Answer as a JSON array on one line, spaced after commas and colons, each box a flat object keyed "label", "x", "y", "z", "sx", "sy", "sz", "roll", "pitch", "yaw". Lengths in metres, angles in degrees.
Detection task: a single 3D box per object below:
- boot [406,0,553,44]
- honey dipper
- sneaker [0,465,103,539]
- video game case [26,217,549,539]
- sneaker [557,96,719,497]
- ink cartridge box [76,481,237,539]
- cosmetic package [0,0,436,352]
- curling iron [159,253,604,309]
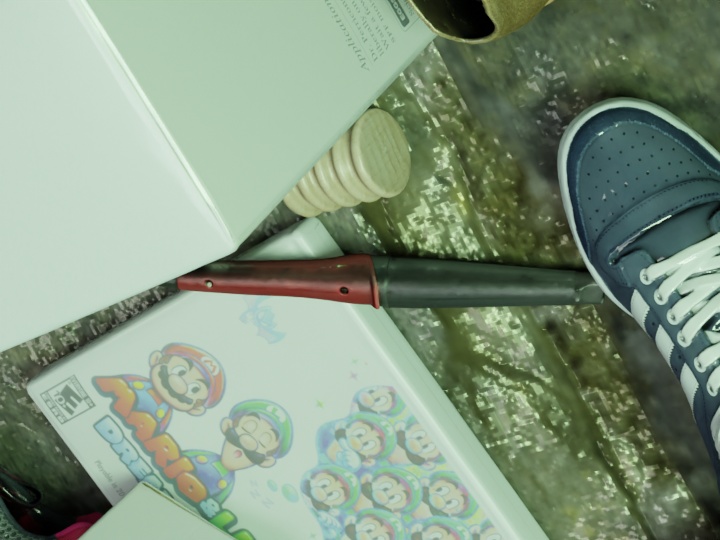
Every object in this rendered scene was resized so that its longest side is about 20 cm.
[{"label": "boot", "x": 0.021, "y": -0.177, "z": 0.928, "sx": 0.074, "sy": 0.075, "sz": 0.200, "roll": -13, "pitch": 109, "yaw": 34}, {"label": "honey dipper", "x": -0.070, "y": -0.030, "z": 1.084, "sx": 0.200, "sy": 0.038, "sz": 0.038, "roll": -12, "pitch": 111, "yaw": 34}, {"label": "sneaker", "x": -0.208, "y": 0.109, "z": 1.217, "sx": 0.200, "sy": 0.081, "sz": 0.075, "roll": 27, "pitch": 105, "yaw": 5}, {"label": "video game case", "x": -0.031, "y": 0.094, "z": 1.142, "sx": 0.182, "sy": 0.024, "sz": 0.200, "roll": -29, "pitch": 102, "yaw": 36}, {"label": "sneaker", "x": 0.138, "y": 0.027, "z": 0.947, "sx": 0.070, "sy": 0.109, "sz": 0.200, "roll": -29, "pitch": 95, "yaw": 6}, {"label": "ink cartridge box", "x": -0.119, "y": 0.216, "z": 1.159, "sx": 0.084, "sy": 0.144, "sz": 0.200, "roll": 31, "pitch": 137, "yaw": 18}, {"label": "cosmetic package", "x": -0.106, "y": -0.069, "z": 0.976, "sx": 0.199, "sy": 0.200, "sz": 0.123, "roll": -22, "pitch": 106, "yaw": 35}, {"label": "curling iron", "x": 0.000, "y": 0.000, "z": 1.046, "sx": 0.200, "sy": 0.026, "sz": 0.050, "roll": 8, "pitch": 149, "yaw": 7}]
